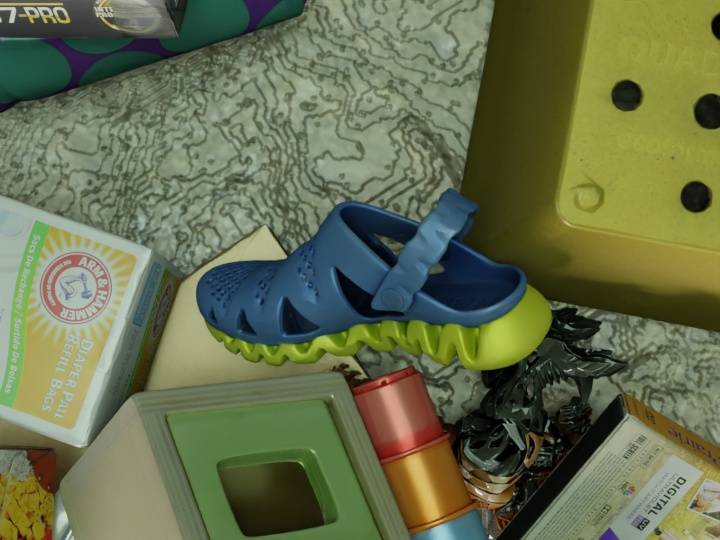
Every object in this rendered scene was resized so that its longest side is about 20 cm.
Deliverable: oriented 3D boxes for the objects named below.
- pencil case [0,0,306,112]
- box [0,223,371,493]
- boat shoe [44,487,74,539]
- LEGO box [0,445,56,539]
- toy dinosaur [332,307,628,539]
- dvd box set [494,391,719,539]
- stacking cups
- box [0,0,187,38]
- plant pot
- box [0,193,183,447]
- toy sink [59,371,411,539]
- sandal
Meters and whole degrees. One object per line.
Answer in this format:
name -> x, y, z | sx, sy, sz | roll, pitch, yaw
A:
pencil case -> -0.134, -0.157, 0.933 | 0.199, 0.085, 0.093 | -19, 103, -2
box -> -0.091, 0.094, 0.961 | 0.200, 0.021, 0.164 | -34, 90, -2
boat shoe -> -0.163, 0.209, 0.918 | 0.071, 0.070, 0.201 | 25, 100, 12
LEGO box -> -0.267, 0.164, 0.885 | 0.199, 0.077, 0.149 | 0, 84, 24
toy dinosaur -> 0.086, 0.092, 0.933 | 0.200, 0.102, 0.136 | 14, 105, -28
dvd box set -> 0.181, 0.169, 0.918 | 0.200, 0.029, 0.146 | 30, 115, -12
stacking cups -> 0.042, 0.151, 0.882 | 0.060, 0.061, 0.200 | -23, 89, -2
box -> -0.158, -0.213, 0.894 | 0.161, 0.049, 0.200 | 4, 59, 10
plant pot -> 0.166, -0.074, 0.895 | 0.199, 0.176, 0.201 | 11, 90, -1
box -> -0.210, 0.014, 0.906 | 0.199, 0.101, 0.113 | 20, 84, 5
toy sink -> -0.046, 0.163, 0.837 | 0.130, 0.112, 0.200 | -3, 60, -37
sandal -> 0.000, 0.000, 0.885 | 0.199, 0.080, 0.087 | -3, 120, 26
